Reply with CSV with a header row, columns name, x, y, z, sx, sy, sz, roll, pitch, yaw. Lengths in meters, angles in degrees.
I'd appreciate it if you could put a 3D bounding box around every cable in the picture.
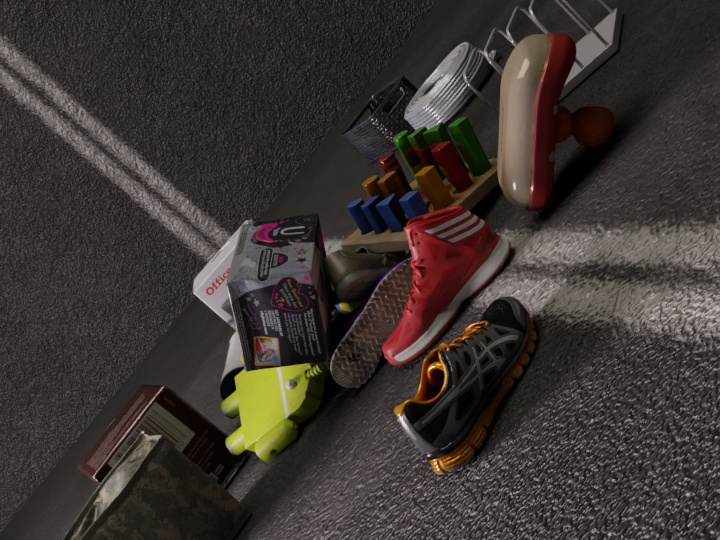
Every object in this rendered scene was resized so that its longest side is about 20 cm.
name,x,y,z,sx,sy,sz,roll,pitch,yaw
cable,0.167,-0.350,2.119,0.200,0.069,0.201,-38,17,42

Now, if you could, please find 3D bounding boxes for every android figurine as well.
name,x,y,z,sx,sy,sz,roll,pitch,yaw
android figurine,-0.118,0.167,1.504,0.200,0.041,0.183,-39,45,29

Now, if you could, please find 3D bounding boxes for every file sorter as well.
name,x,y,z,sx,sy,sz,roll,pitch,yaw
file sorter,0.261,-0.322,1.581,0.200,0.124,0.139,-41,14,34

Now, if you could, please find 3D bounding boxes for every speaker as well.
name,x,y,z,sx,sy,sz,roll,pitch,yaw
speaker,-0.185,0.160,1.799,0.081,0.081,0.200,-47,13,11

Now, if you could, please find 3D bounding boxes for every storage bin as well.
name,x,y,z,sx,sy,sz,roll,pitch,yaw
storage bin,0.056,-0.330,2.395,0.136,0.094,0.200,-53,12,-17

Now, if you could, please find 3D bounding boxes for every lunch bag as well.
name,x,y,z,sx,sy,sz,roll,pitch,yaw
lunch bag,-0.265,0.332,1.364,0.201,0.164,0.117,-53,19,-21

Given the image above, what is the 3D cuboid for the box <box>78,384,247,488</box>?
name,x,y,z,sx,sy,sz,roll,pitch,yaw
box,-0.297,0.282,1.623,0.166,0.164,0.200,-53,13,-16

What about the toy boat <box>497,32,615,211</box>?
name,x,y,z,sx,sy,sz,roll,pitch,yaw
toy boat,0.229,-0.171,1.260,0.131,0.129,0.202,-87,-2,-71

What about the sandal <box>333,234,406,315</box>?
name,x,y,z,sx,sy,sz,roll,pitch,yaw
sandal,0.000,0.000,1.585,0.086,0.080,0.200,0,28,23

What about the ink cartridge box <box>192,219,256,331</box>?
name,x,y,z,sx,sy,sz,roll,pitch,yaw
ink cartridge box,-0.151,0.039,1.758,0.147,0.200,0.083,-48,13,4

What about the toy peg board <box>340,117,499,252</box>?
name,x,y,z,sx,sy,sz,roll,pitch,yaw
toy peg board,0.073,-0.122,1.513,0.199,0.098,0.199,-41,19,-28

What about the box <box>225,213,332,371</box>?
name,x,y,z,sx,sy,sz,roll,pitch,yaw
box,-0.100,0.023,1.436,0.114,0.133,0.200,-8,23,3

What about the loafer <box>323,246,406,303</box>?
name,x,y,z,sx,sy,sz,roll,pitch,yaw
loafer,0.015,-0.002,1.455,0.075,0.070,0.200,-40,-16,18

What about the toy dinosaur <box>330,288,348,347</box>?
name,x,y,z,sx,sy,sz,roll,pitch,yaw
toy dinosaur,-0.057,0.085,1.609,0.136,0.101,0.201,102,-172,-71

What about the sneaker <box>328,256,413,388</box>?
name,x,y,z,sx,sy,sz,roll,pitch,yaw
sneaker,0.025,0.055,1.403,0.200,0.069,0.100,-49,10,0

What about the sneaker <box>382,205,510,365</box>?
name,x,y,z,sx,sy,sz,roll,pitch,yaw
sneaker,0.070,0.007,1.276,0.200,0.115,0.078,-48,12,4

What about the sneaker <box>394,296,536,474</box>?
name,x,y,z,sx,sy,sz,roll,pitch,yaw
sneaker,0.100,0.091,1.018,0.078,0.077,0.201,-36,16,50
